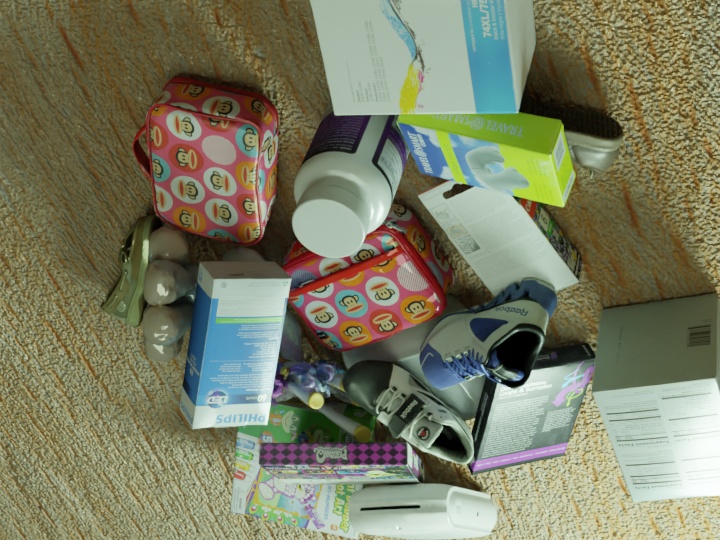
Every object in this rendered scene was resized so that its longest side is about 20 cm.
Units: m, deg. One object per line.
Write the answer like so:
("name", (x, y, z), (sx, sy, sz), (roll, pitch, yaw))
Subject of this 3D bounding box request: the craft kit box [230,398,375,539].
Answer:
("craft kit box", (-0.085, 0.279, 1.912), (0.197, 0.049, 0.201), (9, 112, 6))

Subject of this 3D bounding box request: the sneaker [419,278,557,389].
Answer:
("sneaker", (0.150, 0.097, 1.593), (0.199, 0.115, 0.081), (-34, 114, 31))

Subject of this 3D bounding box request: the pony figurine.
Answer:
("pony figurine", (-0.091, 0.146, 1.757), (0.200, 0.167, 0.193), (17, 162, 50))

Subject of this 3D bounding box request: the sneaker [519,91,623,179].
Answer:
("sneaker", (0.190, -0.151, 1.471), (0.199, 0.071, 0.076), (17, 134, 3))

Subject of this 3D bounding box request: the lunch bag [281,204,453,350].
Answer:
("lunch bag", (0.000, 0.000, 1.652), (0.200, 0.082, 0.176), (-22, 116, 30))

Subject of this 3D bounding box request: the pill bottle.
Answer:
("pill bottle", (-0.012, -0.108, 1.483), (0.111, 0.200, 0.112), (9, 132, 10))

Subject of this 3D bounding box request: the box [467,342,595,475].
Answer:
("box", (0.222, 0.184, 1.733), (0.142, 0.036, 0.200), (-8, 136, -19))

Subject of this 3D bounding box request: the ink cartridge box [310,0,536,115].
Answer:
("ink cartridge box", (0.069, -0.260, 1.362), (0.199, 0.147, 0.146), (1, 131, 16))

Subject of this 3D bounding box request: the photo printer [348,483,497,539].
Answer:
("photo printer", (0.086, 0.345, 1.873), (0.166, 0.070, 0.200), (-7, 164, 25))

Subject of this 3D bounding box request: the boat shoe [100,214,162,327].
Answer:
("boat shoe", (-0.309, -0.002, 1.761), (0.063, 0.073, 0.201), (17, 140, -4))

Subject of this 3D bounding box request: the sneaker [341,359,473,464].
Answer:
("sneaker", (0.069, 0.182, 1.678), (0.200, 0.089, 0.074), (31, 98, -17))

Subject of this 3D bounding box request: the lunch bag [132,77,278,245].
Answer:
("lunch bag", (-0.192, -0.133, 1.600), (0.175, 0.082, 0.200), (13, 133, 7))

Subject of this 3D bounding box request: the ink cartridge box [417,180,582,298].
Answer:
("ink cartridge box", (0.169, -0.050, 1.580), (0.109, 0.050, 0.200), (-23, 119, 32))

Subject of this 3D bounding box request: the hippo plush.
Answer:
("hippo plush", (-0.190, 0.043, 1.681), (0.160, 0.160, 0.200), (3, 158, -3))

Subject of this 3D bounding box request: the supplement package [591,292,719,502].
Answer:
("supplement package", (0.389, 0.159, 1.623), (0.150, 0.152, 0.200), (-9, 127, 24))

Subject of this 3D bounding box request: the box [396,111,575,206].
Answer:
("box", (0.128, -0.136, 1.436), (0.199, 0.048, 0.122), (15, 161, 22))

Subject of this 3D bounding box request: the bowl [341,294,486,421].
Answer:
("bowl", (0.085, 0.141, 1.759), (0.199, 0.075, 0.200), (-20, 123, 32))

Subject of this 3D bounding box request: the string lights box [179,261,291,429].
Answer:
("string lights box", (-0.155, 0.092, 1.610), (0.102, 0.059, 0.201), (0, 112, -27))

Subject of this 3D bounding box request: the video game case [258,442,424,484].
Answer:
("video game case", (-0.021, 0.263, 1.781), (0.199, 0.036, 0.181), (-1, 163, 10))
